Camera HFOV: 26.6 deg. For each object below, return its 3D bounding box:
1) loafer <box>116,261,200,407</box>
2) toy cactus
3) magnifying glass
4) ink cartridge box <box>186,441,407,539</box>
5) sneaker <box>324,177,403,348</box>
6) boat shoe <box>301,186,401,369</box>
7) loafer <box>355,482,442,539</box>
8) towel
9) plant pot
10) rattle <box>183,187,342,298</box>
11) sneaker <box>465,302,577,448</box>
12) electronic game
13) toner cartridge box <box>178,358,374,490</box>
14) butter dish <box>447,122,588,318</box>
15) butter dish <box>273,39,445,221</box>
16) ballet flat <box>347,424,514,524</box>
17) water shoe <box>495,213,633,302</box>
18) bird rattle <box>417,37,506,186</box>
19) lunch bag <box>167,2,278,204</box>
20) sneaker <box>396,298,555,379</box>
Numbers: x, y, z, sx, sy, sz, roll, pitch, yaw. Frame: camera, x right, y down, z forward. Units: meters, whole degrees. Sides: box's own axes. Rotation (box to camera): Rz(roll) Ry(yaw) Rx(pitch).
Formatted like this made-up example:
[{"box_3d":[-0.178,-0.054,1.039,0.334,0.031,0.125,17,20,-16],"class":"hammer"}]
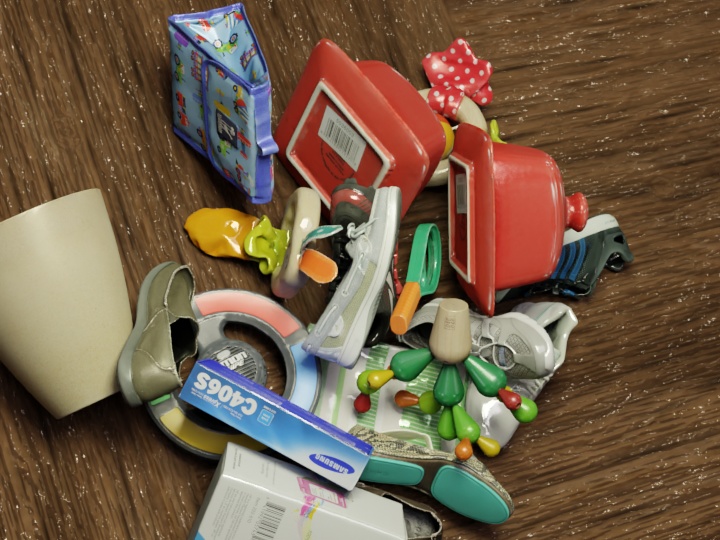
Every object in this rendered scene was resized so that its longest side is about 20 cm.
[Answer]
[{"box_3d":[-0.195,0.065,1.582,0.070,0.075,0.200,-6,40,13],"class":"loafer"},{"box_3d":[0.087,0.112,1.621,0.200,0.165,0.102,14,28,23],"class":"toy cactus"},{"box_3d":[0.064,0.012,1.713,0.022,0.080,0.200,1,28,16],"class":"magnifying glass"},{"box_3d":[-0.069,0.282,1.547,0.200,0.085,0.145,22,105,-7],"class":"ink cartridge box"},{"box_3d":[0.000,0.000,1.668,0.071,0.201,0.098,4,34,24],"class":"sneaker"},{"box_3d":[-0.005,0.004,1.599,0.065,0.202,0.074,18,18,1],"class":"boat shoe"},{"box_3d":[0.000,0.254,1.624,0.200,0.071,0.073,11,65,-13],"class":"loafer"},{"box_3d":[0.026,0.148,1.706,0.200,0.023,0.153,14,65,-11],"class":"towel"},{"box_3d":[-0.314,0.045,1.575,0.187,0.187,0.200,-24,91,-25],"class":"plant pot"},{"box_3d":[-0.104,-0.037,1.648,0.143,0.200,0.130,31,100,-12],"class":"rattle"},{"box_3d":[0.182,0.114,1.730,0.070,0.080,0.200,39,62,-24],"class":"sneaker"},{"box_3d":[-0.140,0.112,1.651,0.200,0.042,0.200,4,65,-8],"class":"electronic game"},{"box_3d":[-0.084,0.156,1.567,0.200,0.095,0.043,28,91,4],"class":"toner cartridge box"},{"box_3d":[0.179,-0.062,1.689,0.148,0.200,0.200,-3,100,-5],"class":"butter dish"},{"box_3d":[0.023,-0.150,1.740,0.148,0.199,0.200,-25,67,-37],"class":"butter dish"},{"box_3d":[0.076,0.210,1.655,0.200,0.068,0.075,18,40,-6],"class":"ballet flat"},{"box_3d":[0.244,0.000,1.811,0.200,0.072,0.079,-29,80,-25],"class":"water shoe"},{"box_3d":[0.102,-0.175,1.832,0.163,0.113,0.200,-20,71,-6],"class":"bird rattle"},{"box_3d":[-0.134,-0.178,1.682,0.094,0.151,0.200,-15,41,-21],"class":"lunch bag"},{"box_3d":[0.126,0.087,1.682,0.082,0.200,0.075,-25,115,-39],"class":"sneaker"}]
